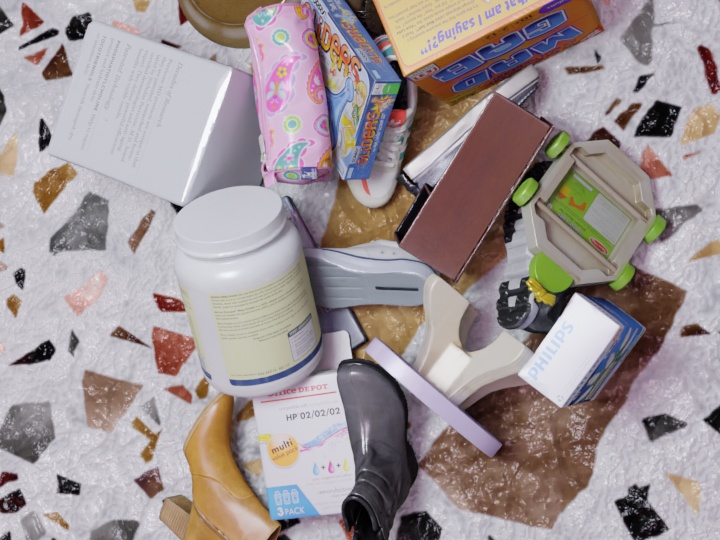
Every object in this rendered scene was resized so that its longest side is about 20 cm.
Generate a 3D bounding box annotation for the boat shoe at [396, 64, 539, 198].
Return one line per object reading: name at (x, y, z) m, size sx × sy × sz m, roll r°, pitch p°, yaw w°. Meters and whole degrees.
boat shoe at (0.143, -0.137, 1.599) m, size 0.200 × 0.075 × 0.093 m, roll -40°, pitch 94°, yaw 12°

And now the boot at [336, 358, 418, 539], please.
boot at (0.011, 0.206, 1.541) m, size 0.069 × 0.132 × 0.201 m, roll -7°, pitch 123°, yaw 26°

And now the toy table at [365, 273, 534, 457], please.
toy table at (0.110, 0.102, 1.546) m, size 0.117 × 0.200 × 0.184 m, roll -50°, pitch 40°, yaw 0°

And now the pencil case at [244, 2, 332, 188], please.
pencil case at (-0.081, -0.193, 1.572) m, size 0.087 × 0.087 × 0.202 m, roll -8°, pitch 84°, yaw 18°

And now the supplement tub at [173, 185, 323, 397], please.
supplement tub at (-0.126, 0.023, 1.572) m, size 0.143 × 0.145 × 0.202 m, roll 0°, pitch 122°, yaw 18°

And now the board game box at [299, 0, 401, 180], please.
board game box at (-0.026, -0.217, 1.593) m, size 0.201 × 0.034 × 0.136 m, roll 59°, pitch 142°, yaw 40°

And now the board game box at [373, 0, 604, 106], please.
board game box at (0.124, -0.325, 1.537) m, size 0.199 × 0.200 × 0.202 m, roll -24°, pitch 80°, yaw 15°

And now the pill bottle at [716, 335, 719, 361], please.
pill bottle at (0.475, 0.074, 1.449) m, size 0.198 × 0.104 × 0.105 m, roll 16°, pitch 92°, yaw 18°

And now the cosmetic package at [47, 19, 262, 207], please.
cosmetic package at (-0.222, -0.172, 1.659) m, size 0.198 × 0.167 × 0.168 m, roll 21°, pitch 93°, yaw 21°

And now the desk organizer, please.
desk organizer at (0.120, -0.095, 1.535) m, size 0.077 × 0.072 × 0.201 m, roll 30°, pitch 100°, yaw -10°

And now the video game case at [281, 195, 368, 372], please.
video game case at (-0.096, 0.033, 1.690) m, size 0.142 × 0.019 × 0.201 m, roll -33°, pitch 77°, yaw 14°

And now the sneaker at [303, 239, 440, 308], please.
sneaker at (0.000, 0.000, 1.633) m, size 0.198 × 0.071 × 0.074 m, roll 7°, pitch 125°, yaw 17°

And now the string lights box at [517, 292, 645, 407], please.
string lights box at (0.234, 0.083, 1.479) m, size 0.059 × 0.200 × 0.103 m, roll 37°, pitch 99°, yaw 16°

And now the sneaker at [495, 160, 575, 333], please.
sneaker at (0.205, -0.020, 1.568) m, size 0.066 × 0.090 × 0.202 m, roll -12°, pitch 62°, yaw 50°

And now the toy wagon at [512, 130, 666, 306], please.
toy wagon at (0.233, -0.046, 1.517) m, size 0.155 × 0.040 × 0.201 m, roll 40°, pitch 70°, yaw -8°

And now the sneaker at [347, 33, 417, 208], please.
sneaker at (0.023, -0.163, 1.595) m, size 0.070 × 0.093 × 0.202 m, roll 8°, pitch 106°, yaw -8°

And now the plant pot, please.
plant pot at (-0.143, -0.373, 1.722) m, size 0.198 × 0.027 × 0.202 m, roll -1°, pitch 87°, yaw 19°

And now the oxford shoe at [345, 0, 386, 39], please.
oxford shoe at (-0.003, -0.287, 1.640) m, size 0.072 × 0.084 × 0.202 m, roll -5°, pitch 88°, yaw 14°

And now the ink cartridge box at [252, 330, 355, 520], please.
ink cartridge box at (-0.058, 0.178, 1.631) m, size 0.114 × 0.068 × 0.202 m, roll -9°, pitch 90°, yaw 15°

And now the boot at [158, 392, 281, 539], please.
boot at (-0.148, 0.257, 1.667) m, size 0.143 × 0.071 × 0.203 m, roll 30°, pitch 107°, yaw 22°
